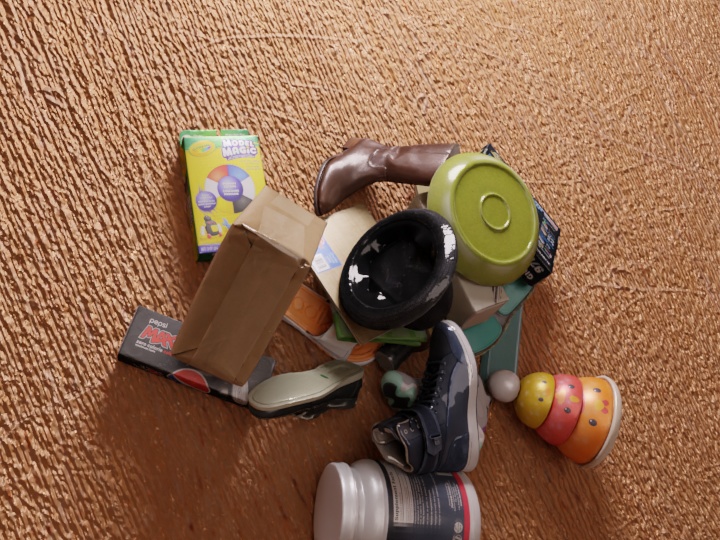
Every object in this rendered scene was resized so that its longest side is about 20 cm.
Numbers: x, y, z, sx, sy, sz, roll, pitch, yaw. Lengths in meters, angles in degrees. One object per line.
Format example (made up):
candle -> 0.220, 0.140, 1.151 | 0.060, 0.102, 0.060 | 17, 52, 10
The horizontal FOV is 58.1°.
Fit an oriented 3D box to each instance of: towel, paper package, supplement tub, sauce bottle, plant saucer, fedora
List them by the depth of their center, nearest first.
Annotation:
paper package -> -0.134, 0.013, 0.814 | 0.102, 0.201, 0.193 | 29, 108, -8
supplement tub -> 0.048, 0.330, 0.866 | 0.196, 0.140, 0.144 | 11, 71, -19
fedora -> 0.064, 0.014, 0.876 | 0.092, 0.198, 0.203 | 48, 60, -36
plant saucer -> 0.187, -0.080, 0.934 | 0.196, 0.031, 0.205 | 7, 73, -24
towel -> 0.012, 0.020, 0.964 | 0.146, 0.031, 0.203 | 5, 54, -23
sauce bottle -> 0.102, 0.081, 1.002 | 0.199, 0.065, 0.065 | -41, 92, -26
plant saucer -> 0.239, 0.097, 1.080 | 0.069, 0.019, 0.204 | 16, 71, -17

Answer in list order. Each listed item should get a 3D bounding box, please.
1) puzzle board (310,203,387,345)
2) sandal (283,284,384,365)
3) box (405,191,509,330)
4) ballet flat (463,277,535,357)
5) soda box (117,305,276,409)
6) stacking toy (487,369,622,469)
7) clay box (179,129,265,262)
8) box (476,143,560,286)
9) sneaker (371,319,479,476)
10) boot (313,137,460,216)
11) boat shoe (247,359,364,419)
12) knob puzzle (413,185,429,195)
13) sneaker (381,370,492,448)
puzzle board -> 0.000, 0.000, 0.942 | 0.149, 0.017, 0.201 | -21, 67, -36
sandal -> -0.051, 0.071, 0.946 | 0.204, 0.059, 0.080 | 31, 66, -12
box -> 0.137, -0.018, 0.977 | 0.067, 0.082, 0.203 | -16, 71, -25
ballet flat -> 0.204, 0.075, 1.031 | 0.200, 0.071, 0.071 | -43, 93, -22
soda box -> -0.216, 0.120, 0.863 | 0.197, 0.063, 0.072 | 23, 67, -14
stacking toy -> 0.290, 0.211, 1.014 | 0.196, 0.146, 0.149 | 19, 68, -4
clay box -> -0.197, -0.120, 0.948 | 0.113, 0.048, 0.205 | -6, 78, -24
box -> 0.240, -0.094, 1.045 | 0.200, 0.046, 0.159 | 48, 34, -8
sneaker -> 0.084, 0.167, 0.861 | 0.144, 0.077, 0.207 | 3, 75, -31
boot -> 0.045, -0.138, 0.970 | 0.196, 0.065, 0.188 | 11, 50, 23
boat shoe -> -0.069, 0.174, 0.874 | 0.198, 0.071, 0.069 | -5, 112, -50
knob puzzle -> 0.186, -0.090, 1.102 | 0.215, 0.030, 0.224 | 9, 66, -20
sneaker -> 0.124, 0.170, 0.981 | 0.199, 0.077, 0.142 | 41, 60, -24
